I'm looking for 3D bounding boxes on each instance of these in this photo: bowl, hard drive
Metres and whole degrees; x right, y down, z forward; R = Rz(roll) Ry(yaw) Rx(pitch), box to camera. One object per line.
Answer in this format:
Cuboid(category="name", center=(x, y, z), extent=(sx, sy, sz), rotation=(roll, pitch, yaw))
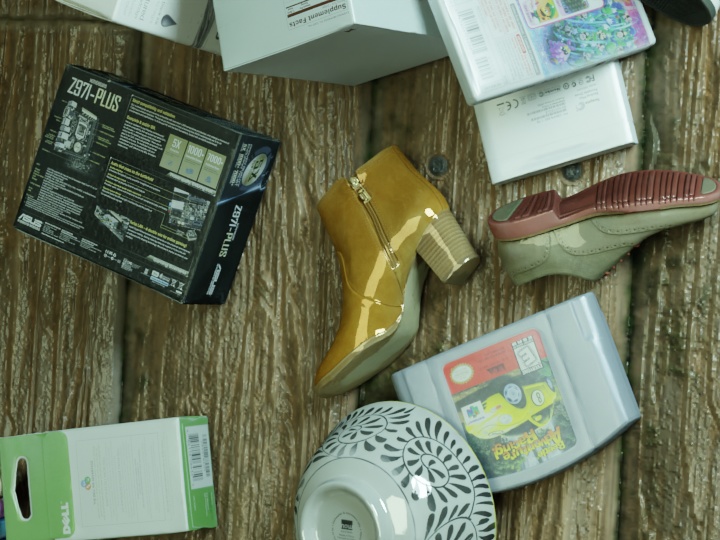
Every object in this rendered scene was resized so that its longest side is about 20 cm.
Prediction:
Cuboid(category="bowl", center=(0.008, 0.217, 1.664), extent=(0.199, 0.094, 0.203), rotation=(3, 95, 36))
Cuboid(category="hard drive", center=(0.153, -0.188, 1.673), extent=(0.131, 0.027, 0.202), rotation=(-16, 83, 22))

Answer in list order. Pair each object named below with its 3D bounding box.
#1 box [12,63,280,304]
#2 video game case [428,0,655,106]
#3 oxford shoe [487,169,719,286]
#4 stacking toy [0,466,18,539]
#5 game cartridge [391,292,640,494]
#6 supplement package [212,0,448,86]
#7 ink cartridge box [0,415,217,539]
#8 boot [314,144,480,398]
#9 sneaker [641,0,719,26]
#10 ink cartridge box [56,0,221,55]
Cuboid(category="box", center=(-0.198, -0.079, 1.789), extent=(0.199, 0.086, 0.165), rotation=(22, 97, 22))
Cuboid(category="video game case", center=(0.134, -0.255, 1.612), extent=(0.181, 0.024, 0.202), rotation=(-19, 85, -22))
Cuboid(category="oxford shoe", center=(0.211, -0.034, 1.634), extent=(0.198, 0.071, 0.075), rotation=(-9, 111, 21))
Cuboid(category="stacking toy", center=(-0.371, 0.292, 1.860), extent=(0.085, 0.085, 0.202), rotation=(3, 93, 23))
Cuboid(category="game cartridge", center=(0.134, 0.116, 1.668), extent=(0.199, 0.041, 0.134), rotation=(-24, 83, 21))
Cuboid(category="supplement package", center=(-0.022, -0.277, 1.650), extent=(0.146, 0.190, 0.202), rotation=(-14, 81, 35))
Cuboid(category="ink cartridge box", center=(-0.236, 0.197, 1.812), extent=(0.198, 0.059, 0.105), rotation=(-8, 85, 23))
Cuboid(category="boot", center=(0.000, 0.000, 1.718), extent=(0.201, 0.071, 0.144), rotation=(-45, 66, 12))
Cuboid(category="sneaker", center=(0.242, -0.307, 1.613), extent=(0.200, 0.084, 0.121), rotation=(42, 70, -12))
Cuboid(category="ink cartridge box", center=(-0.159, -0.278, 1.710), extent=(0.082, 0.199, 0.148), rotation=(24, 98, 33))
